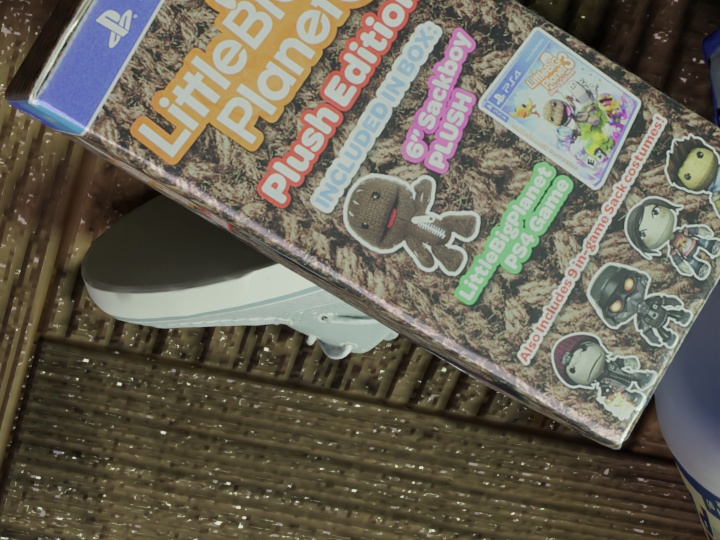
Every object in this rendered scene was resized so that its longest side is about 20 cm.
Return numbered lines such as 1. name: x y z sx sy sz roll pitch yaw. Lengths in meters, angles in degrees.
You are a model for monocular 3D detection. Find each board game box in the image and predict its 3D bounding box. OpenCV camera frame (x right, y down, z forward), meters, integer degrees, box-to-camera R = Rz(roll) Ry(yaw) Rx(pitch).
1. board game box: 0.002 -0.044 0.755 0.200 0.159 0.097 31 88 -10

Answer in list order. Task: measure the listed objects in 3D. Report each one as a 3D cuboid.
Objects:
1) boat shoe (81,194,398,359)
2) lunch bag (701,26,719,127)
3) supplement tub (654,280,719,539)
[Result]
1. boat shoe: 0.000 -0.001 0.895 0.201 0.070 0.072 -12 126 6
2. lunch bag: 0.221 -0.027 0.787 0.200 0.170 0.124 -14 157 14
3. supplement tub: 0.204 0.087 0.927 0.145 0.145 0.200 -15 131 14
